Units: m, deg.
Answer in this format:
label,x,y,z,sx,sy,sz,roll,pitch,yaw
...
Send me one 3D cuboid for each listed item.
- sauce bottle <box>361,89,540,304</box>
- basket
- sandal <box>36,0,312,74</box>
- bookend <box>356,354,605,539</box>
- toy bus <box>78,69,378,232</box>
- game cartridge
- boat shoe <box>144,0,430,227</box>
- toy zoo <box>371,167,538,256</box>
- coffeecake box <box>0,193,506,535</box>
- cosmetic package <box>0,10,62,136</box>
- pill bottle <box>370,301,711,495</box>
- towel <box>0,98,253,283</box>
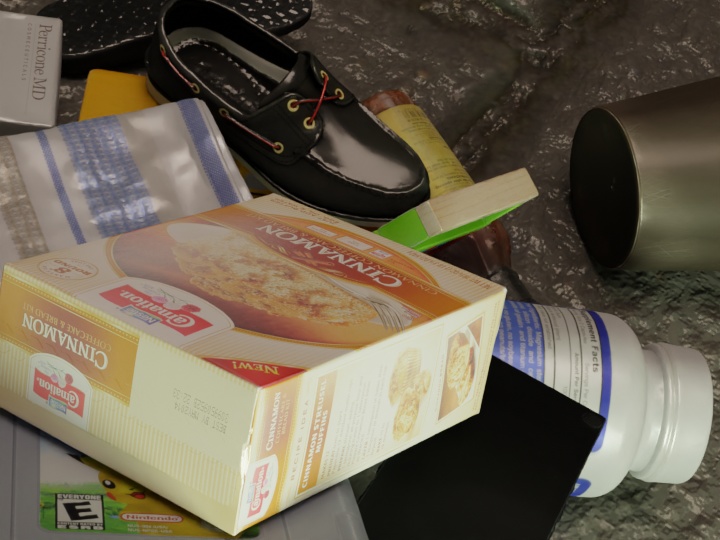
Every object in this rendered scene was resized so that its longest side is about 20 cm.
label,x,y,z,sx,sy,sz,roll,pitch,yaw
sauce bottle,0.057,-0.032,1.170,0.066,0.066,0.201,-17,57,-27
basket,0.259,-0.066,1.219,0.198,0.137,0.181,-8,53,-17
sandal,-0.133,-0.176,1.248,0.199,0.048,0.076,-10,56,-8
bookend,0.027,0.180,0.930,0.092,0.201,0.199,28,38,8
toy bus,-0.080,-0.072,1.121,0.198,0.079,0.066,8,56,-4
game cartridge,-0.098,0.105,0.783,0.198,0.041,0.133,4,19,-13
boat shoe,-0.044,-0.095,1.059,0.201,0.063,0.074,33,57,10
toy zoo,0.000,0.000,1.057,0.131,0.199,0.021,-21,82,-57
coffeecake box,-0.050,0.035,0.831,0.153,0.074,0.199,23,24,30
cosmetic package,-0.296,-0.120,1.131,0.198,0.074,0.102,5,52,-11
pill bottle,0.105,0.077,1.058,0.198,0.112,0.113,8,51,-11
towel,-0.153,-0.028,0.972,0.199,0.024,0.148,-13,56,-22
